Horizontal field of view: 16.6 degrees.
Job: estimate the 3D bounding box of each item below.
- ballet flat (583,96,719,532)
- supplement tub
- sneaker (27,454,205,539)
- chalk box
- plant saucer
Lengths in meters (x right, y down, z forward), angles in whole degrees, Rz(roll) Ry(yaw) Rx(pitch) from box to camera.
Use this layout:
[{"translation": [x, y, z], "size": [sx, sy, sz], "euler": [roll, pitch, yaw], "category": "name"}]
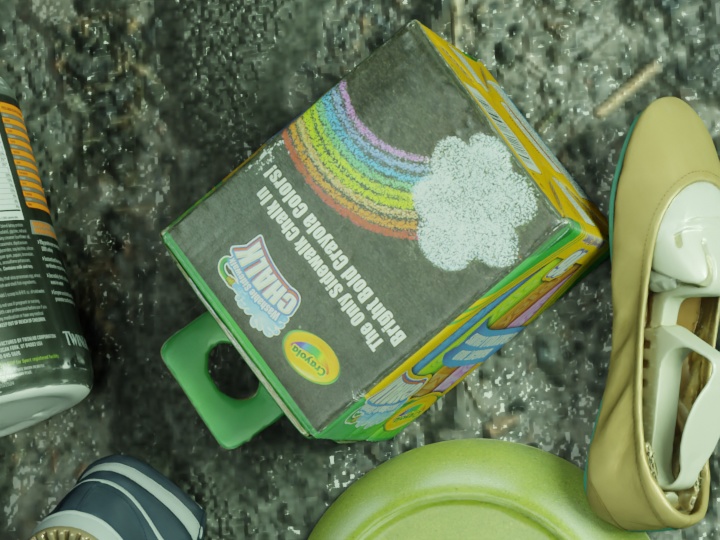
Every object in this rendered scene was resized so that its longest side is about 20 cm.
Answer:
[{"translation": [0.148, 0.022, 1.131], "size": [0.063, 0.068, 0.201], "euler": [10, 96, 51], "category": "ballet flat"}, {"translation": [-0.214, -0.018, 1.223], "size": [0.122, 0.122, 0.201], "euler": [-20, 79, 15], "category": "supplement tub"}, {"translation": [-0.105, 0.187, 1.206], "size": [0.070, 0.109, 0.201], "euler": [-7, 113, 14], "category": "sneaker"}, {"translation": [0.000, 0.000, 1.154], "size": [0.200, 0.124, 0.125], "euler": [-39, 76, 12], "category": "chalk box"}, {"translation": [0.051, 0.180, 1.169], "size": [0.199, 0.031, 0.201], "euler": [-1, 85, 17], "category": "plant saucer"}]
